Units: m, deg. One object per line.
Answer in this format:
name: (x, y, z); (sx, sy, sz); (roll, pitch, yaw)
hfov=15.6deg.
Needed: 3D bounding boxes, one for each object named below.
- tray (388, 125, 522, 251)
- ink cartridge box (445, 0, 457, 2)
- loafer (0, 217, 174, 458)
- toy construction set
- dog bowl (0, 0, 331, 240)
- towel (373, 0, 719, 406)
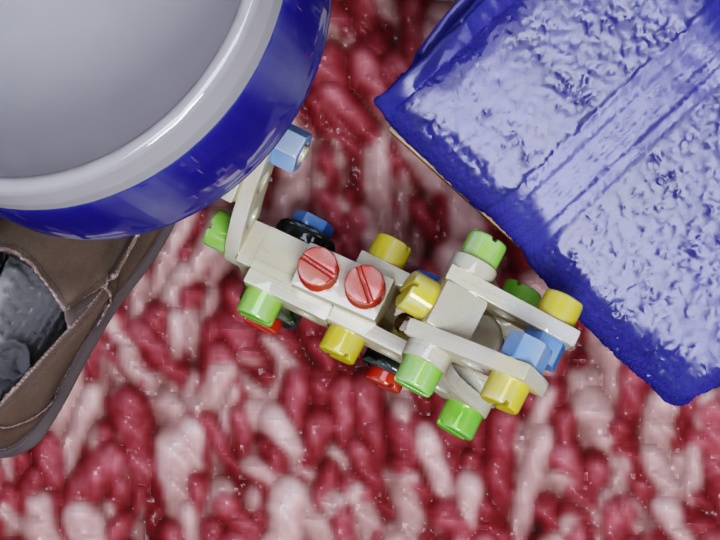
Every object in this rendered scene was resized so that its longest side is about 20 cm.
tray: (0.116, -0.104, 1.177); (0.099, 0.037, 0.200); (42, 93, 8)
ink cartridge box: (-0.012, -0.226, 1.175); (0.146, 0.084, 0.201); (6, 88, 8)
loafer: (-0.134, -0.007, 1.183); (0.073, 0.071, 0.200); (22, 89, 8)
toy construction set: (0.000, 0.000, 1.135); (0.200, 0.131, 0.092); (40, 83, 10)
dog bowl: (-0.116, -0.116, 1.089); (0.200, 0.079, 0.201); (-6, 73, 19)
towel: (0.122, -0.056, 1.135); (0.148, 0.050, 0.200); (-43, 98, 9)
